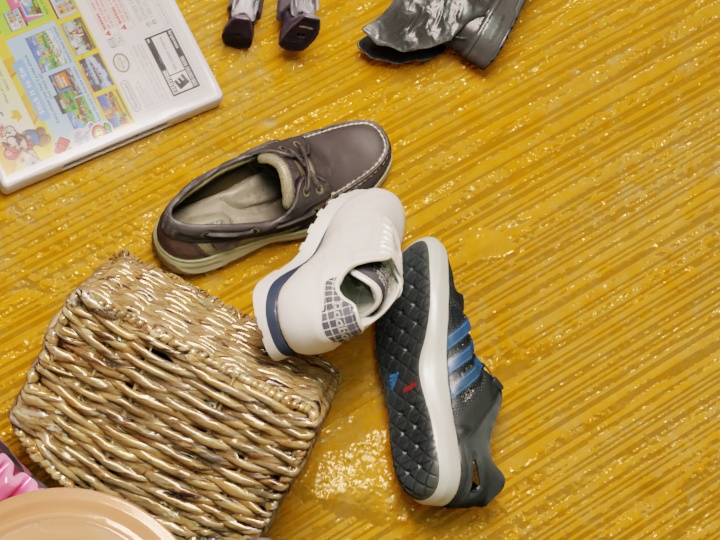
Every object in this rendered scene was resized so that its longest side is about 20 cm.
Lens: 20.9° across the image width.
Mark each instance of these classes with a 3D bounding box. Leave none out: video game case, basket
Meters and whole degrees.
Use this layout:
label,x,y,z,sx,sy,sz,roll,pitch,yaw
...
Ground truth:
label,x,y,z,sx,sy,sz,roll,pitch,yaw
video game case,-0.227,-0.179,1.467,0.181,0.023,0.201,-24,79,-17
basket,-0.130,0.099,1.371,0.199,0.149,0.143,27,102,-1

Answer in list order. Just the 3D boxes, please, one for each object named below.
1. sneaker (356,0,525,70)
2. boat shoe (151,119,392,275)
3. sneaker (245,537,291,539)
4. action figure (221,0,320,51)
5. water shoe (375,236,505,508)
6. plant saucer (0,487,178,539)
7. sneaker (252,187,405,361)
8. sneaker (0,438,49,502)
label,x,y,z,sx,sy,sz,roll,pitch,yaw
sneaker,0.082,-0.236,1.523,0.104,0.060,0.201,28,72,-5
boat shoe,-0.059,-0.059,1.434,0.199,0.065,0.073,-30,78,-19
sneaker,-0.099,0.236,1.295,0.199,0.077,0.085,-11,55,-3
action figure,-0.057,-0.268,1.505,0.129,0.069,0.201,6,68,-3
water shoe,0.061,0.077,1.422,0.079,0.071,0.201,14,65,-36
plant saucer,-0.192,0.237,1.238,0.199,0.032,0.202,0,74,1
sneaker,0.000,0.000,1.380,0.077,0.080,0.200,65,32,-21
sneaker,-0.248,0.152,1.323,0.079,0.095,0.201,-35,106,-4
